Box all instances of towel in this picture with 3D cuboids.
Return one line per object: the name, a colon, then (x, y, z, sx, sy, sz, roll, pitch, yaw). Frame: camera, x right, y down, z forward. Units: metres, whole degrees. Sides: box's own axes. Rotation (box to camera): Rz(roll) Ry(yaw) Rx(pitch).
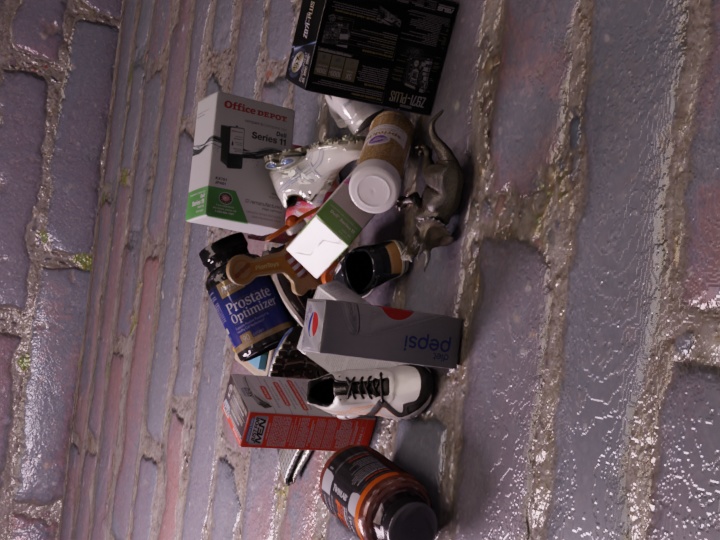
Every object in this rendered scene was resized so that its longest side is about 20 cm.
towel: (-0.102, 0.219, 1.929, 0.194, 0.034, 0.201, -108, 32, -48)

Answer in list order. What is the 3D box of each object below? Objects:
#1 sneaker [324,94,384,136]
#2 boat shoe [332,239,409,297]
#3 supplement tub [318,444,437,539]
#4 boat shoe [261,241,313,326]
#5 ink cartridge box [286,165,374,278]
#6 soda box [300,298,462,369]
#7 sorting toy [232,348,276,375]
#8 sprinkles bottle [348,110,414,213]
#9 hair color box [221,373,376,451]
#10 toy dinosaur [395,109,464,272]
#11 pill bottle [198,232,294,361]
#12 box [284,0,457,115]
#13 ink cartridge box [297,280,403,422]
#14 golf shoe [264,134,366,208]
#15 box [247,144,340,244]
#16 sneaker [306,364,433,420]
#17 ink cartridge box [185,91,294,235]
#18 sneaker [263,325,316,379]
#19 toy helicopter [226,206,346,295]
sneaker: (-0.019, -0.264, 1.770, 0.074, 0.087, 0.200, -42, 15, -1)
boat shoe: (0.000, 0.000, 1.712, 0.200, 0.062, 0.076, -22, 82, 62)
supplement tub: (0.026, 0.305, 1.531, 0.200, 0.106, 0.108, -160, 79, -65)
boat shoe: (-0.111, 0.020, 1.959, 0.074, 0.060, 0.201, 62, 179, -36)
ink cartridge box: (-0.013, -0.094, 1.708, 0.200, 0.067, 0.117, -52, 5, -36)
soda box: (0.028, 0.080, 1.478, 0.063, 0.198, 0.069, 1, 82, 65)
sorting toy: (-0.187, 0.096, 2.130, 0.200, 0.036, 0.188, -151, 70, -64)
sprinkles bottle: (0.031, -0.152, 1.603, 0.201, 0.068, 0.069, -74, 6, -59)
hair color box: (-0.090, 0.209, 1.698, 0.111, 0.198, 0.065, 50, 128, 58)
toy dinosaur: (0.105, -0.107, 1.542, 0.102, 0.076, 0.202, 35, 111, 49)
pill bottle: (-0.197, 0.044, 1.992, 0.112, 0.111, 0.202, -34, 80, 58)
box: (0.015, -0.319, 1.619, 0.086, 0.198, 0.166, 40, 119, 59)
ink cartridge box: (0.008, 0.113, 1.662, 0.199, 0.050, 0.110, 34, 118, 26)
golf shoe: (-0.056, -0.150, 1.774, 0.198, 0.078, 0.099, -11, 93, 42)
box: (-0.114, -0.124, 1.965, 0.200, 0.094, 0.101, -34, 52, 58)
sneaker: (0.010, 0.167, 1.581, 0.198, 0.080, 0.075, -15, 68, 36)
ink cartridge box: (-0.190, -0.169, 1.856, 0.083, 0.145, 0.203, -10, 74, 58)
sneaker: (-0.126, 0.174, 1.857, 0.089, 0.078, 0.202, -125, 47, -56)
toy helicopter: (-0.115, -0.024, 1.816, 0.079, 0.198, 0.134, -166, 67, -65)
